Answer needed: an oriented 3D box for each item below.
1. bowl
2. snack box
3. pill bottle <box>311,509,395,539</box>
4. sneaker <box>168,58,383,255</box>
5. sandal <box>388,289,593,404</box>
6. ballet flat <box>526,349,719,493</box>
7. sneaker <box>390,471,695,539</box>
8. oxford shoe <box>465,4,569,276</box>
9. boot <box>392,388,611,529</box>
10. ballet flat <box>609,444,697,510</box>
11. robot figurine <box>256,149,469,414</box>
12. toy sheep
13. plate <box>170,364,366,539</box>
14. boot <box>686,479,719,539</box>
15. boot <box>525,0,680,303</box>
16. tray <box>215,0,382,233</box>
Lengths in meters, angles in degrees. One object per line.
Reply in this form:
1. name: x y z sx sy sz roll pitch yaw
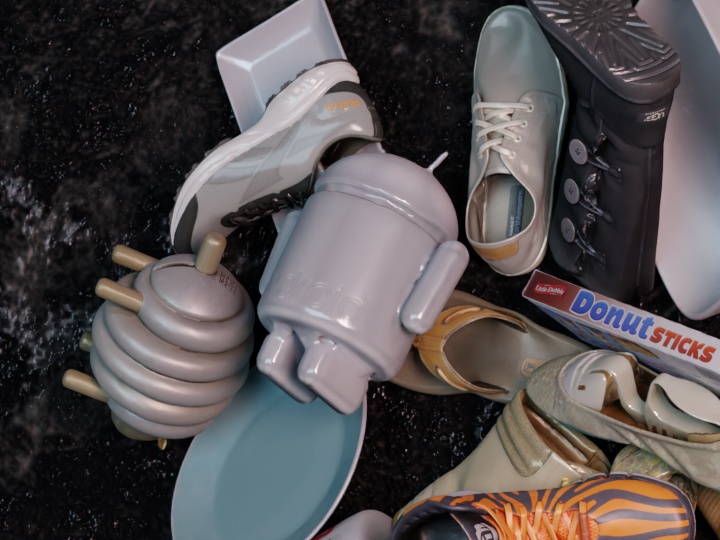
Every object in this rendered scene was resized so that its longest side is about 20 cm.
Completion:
1. bowl: 0.242 -0.086 1.306 0.074 0.200 0.201 -13 69 -18
2. snack box: 0.195 0.048 1.312 0.199 0.072 0.024 23 81 53
3. pill bottle: -0.047 0.267 1.429 0.199 0.112 0.113 -32 70 21
4. sneaker: -0.067 -0.071 1.488 0.200 0.074 0.080 -41 72 17
5. sandal: 0.085 0.061 1.421 0.199 0.054 0.081 16 91 29
6. ballet flat: 0.191 0.085 1.305 0.199 0.063 0.067 22 51 39
7. sneaker: 0.112 0.177 1.270 0.198 0.112 0.078 -10 84 24
8. oxford shoe: 0.109 -0.098 1.430 0.075 0.058 0.202 -2 80 30
9. boot: 0.125 0.200 1.363 0.156 0.073 0.201 -48 58 24
10. ballet flat: 0.193 0.218 1.321 0.070 0.071 0.202 6 92 28
11. robot figurine: 0.000 0.000 1.408 0.169 0.113 0.201 12 69 36
12. toy sheep: -0.145 0.052 1.496 0.138 0.137 0.201 45 131 25
13. plate: -0.064 0.148 1.469 0.199 0.026 0.201 -29 42 29
14. boot: 0.308 0.122 1.281 0.144 0.070 0.202 48 118 33
15. boot: 0.157 -0.097 1.352 0.065 0.201 0.165 -16 46 -12
16. tray: -0.038 -0.107 1.529 0.107 0.022 0.201 -28 71 23
